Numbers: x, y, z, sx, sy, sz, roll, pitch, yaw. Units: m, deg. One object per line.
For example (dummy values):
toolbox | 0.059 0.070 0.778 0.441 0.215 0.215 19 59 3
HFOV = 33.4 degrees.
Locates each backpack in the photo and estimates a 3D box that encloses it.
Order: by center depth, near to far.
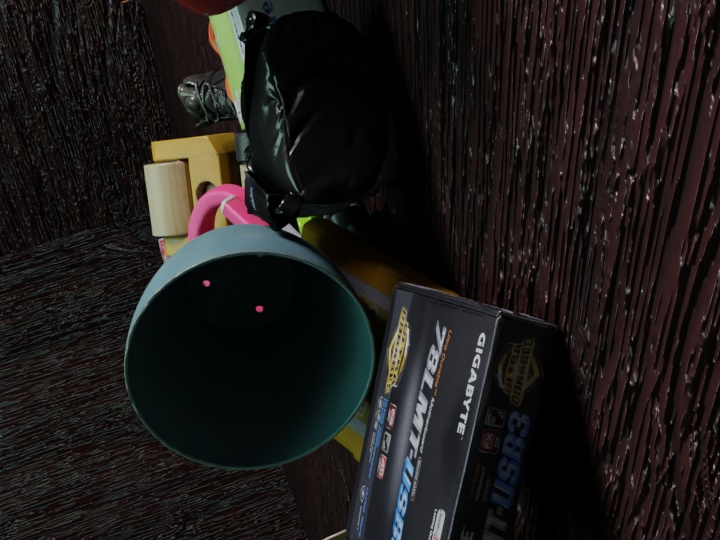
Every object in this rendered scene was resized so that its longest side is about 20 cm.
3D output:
backpack | -0.037 -0.112 0.988 0.200 0.124 0.170 142 123 -79

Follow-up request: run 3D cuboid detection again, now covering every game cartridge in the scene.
game cartridge | 0.003 0.070 1.019 0.199 0.032 0.180 31 120 51

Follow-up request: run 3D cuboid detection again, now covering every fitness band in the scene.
fitness band | -0.100 0.005 1.187 0.200 0.037 0.145 43 141 21

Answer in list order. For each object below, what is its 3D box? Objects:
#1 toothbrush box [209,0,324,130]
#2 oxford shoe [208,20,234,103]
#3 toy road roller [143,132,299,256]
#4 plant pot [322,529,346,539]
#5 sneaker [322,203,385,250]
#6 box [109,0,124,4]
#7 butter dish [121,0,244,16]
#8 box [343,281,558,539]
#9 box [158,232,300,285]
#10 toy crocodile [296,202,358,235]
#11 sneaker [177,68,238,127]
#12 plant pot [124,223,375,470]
toothbrush box | -0.089 -0.228 1.181 0.200 0.085 0.148 -177 70 -80
oxford shoe | -0.134 -0.278 1.447 0.073 0.070 0.202 -60 37 36
toy road roller | -0.124 -0.089 1.310 0.145 0.197 0.125 -19 -76 -60
plant pot | -0.024 0.522 1.764 0.178 0.197 0.202 68 178 -58
sneaker | 0.000 0.000 1.092 0.200 0.076 0.142 -124 19 -57
box | -0.098 -0.276 0.843 0.138 0.197 0.039 86 162 -53
butter dish | -0.104 -0.295 1.003 0.148 0.198 0.202 40 -159 -40
box | 0.053 0.118 0.814 0.198 0.049 0.204 -162 84 -74
box | -0.130 -0.015 1.410 0.100 0.197 0.097 -144 37 -73
toy crocodile | -0.041 -0.083 1.185 0.062 0.066 0.202 -112 7 -47
sneaker | -0.169 -0.217 1.550 0.200 0.113 0.077 -132 25 -62
plant pot | -0.095 0.042 0.992 0.135 0.196 0.203 -108 6 -59
